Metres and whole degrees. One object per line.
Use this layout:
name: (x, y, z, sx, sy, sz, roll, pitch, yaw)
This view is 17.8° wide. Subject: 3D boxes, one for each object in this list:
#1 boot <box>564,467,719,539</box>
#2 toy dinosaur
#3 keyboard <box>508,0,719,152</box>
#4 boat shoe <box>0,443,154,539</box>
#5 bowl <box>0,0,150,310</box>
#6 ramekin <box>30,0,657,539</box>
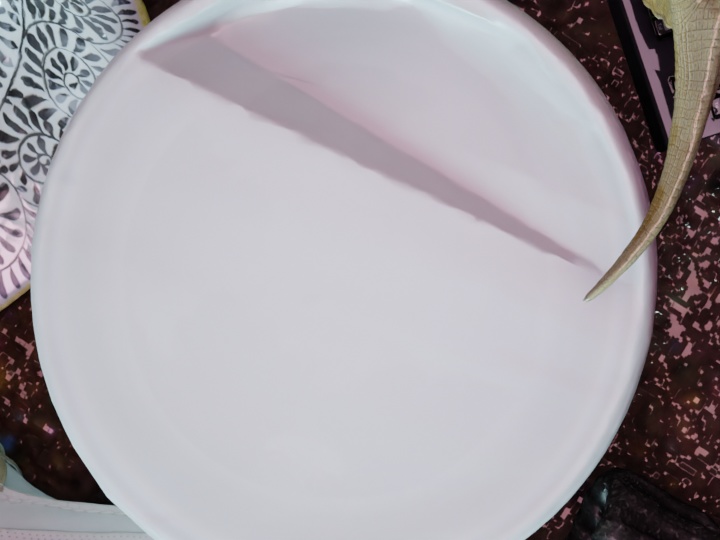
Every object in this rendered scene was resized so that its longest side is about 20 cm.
boot: (0.150, 0.094, 0.740, 0.157, 0.079, 0.212, 29, 99, 7)
toy dinosaur: (0.104, -0.096, 0.664, 0.058, 0.101, 0.202, 4, 78, -26)
keyboard: (0.081, -0.139, 0.767, 0.126, 0.021, 0.202, -18, 90, 11)
boat shoe: (-0.146, 0.082, 0.793, 0.198, 0.075, 0.069, 2, 72, -6)
bowl: (-0.176, -0.063, 0.756, 0.201, 0.200, 0.094, -44, 58, 10)
ramekin: (0.000, 0.000, 0.754, 0.201, 0.094, 0.204, 1, 95, 11)
